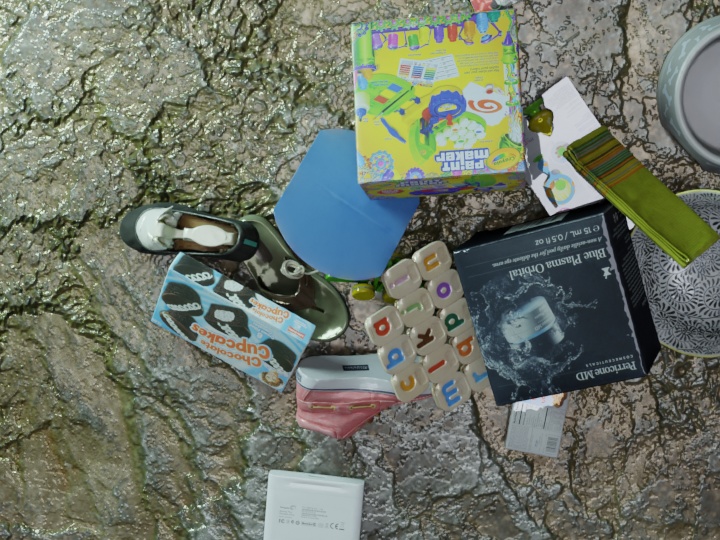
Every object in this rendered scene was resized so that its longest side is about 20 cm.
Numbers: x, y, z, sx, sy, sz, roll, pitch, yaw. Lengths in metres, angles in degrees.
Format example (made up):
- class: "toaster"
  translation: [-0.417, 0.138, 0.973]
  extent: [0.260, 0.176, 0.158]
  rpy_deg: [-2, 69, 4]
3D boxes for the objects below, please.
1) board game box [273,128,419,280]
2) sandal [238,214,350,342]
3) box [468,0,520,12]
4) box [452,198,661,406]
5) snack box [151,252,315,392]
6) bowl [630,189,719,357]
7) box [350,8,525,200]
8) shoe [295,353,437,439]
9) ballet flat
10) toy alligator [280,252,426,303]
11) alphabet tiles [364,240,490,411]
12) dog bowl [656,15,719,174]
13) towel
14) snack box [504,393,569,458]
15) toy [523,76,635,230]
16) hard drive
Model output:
- class: "board game box"
  translation: [-0.020, -0.076, 1.523]
  extent: [0.157, 0.039, 0.202]
  rpy_deg: [32, 64, -7]
- class: "sandal"
  translation: [-0.098, 0.017, 1.561]
  extent: [0.080, 0.057, 0.201]
  rpy_deg: [-43, 94, 9]
- class: "box"
  translation: [0.205, -0.412, 1.480]
  extent: [0.198, 0.040, 0.139]
  rpy_deg: [-26, 98, 7]
- class: "box"
  translation: [0.240, 0.038, 1.469]
  extent: [0.194, 0.117, 0.203]
  rpy_deg: [-14, 97, 24]
- class: "snack box"
  translation: [-0.165, 0.069, 1.555]
  extent: [0.198, 0.037, 0.117]
  rpy_deg: [28, 137, -1]
- class: "bowl"
  translation: [0.432, -0.001, 1.492]
  extent: [0.198, 0.094, 0.205]
  rpy_deg: [4, 99, 29]
- class: "box"
  translation: [0.096, -0.195, 1.455]
  extent: [0.196, 0.122, 0.196]
  rpy_deg: [-3, 84, 7]
- class: "shoe"
  translation: [0.012, 0.165, 1.578]
  extent: [0.196, 0.072, 0.092]
  rpy_deg: [1, 121, -7]
- class: "ballet flat"
  translation: [-0.225, -0.052, 1.536]
  extent: [0.196, 0.068, 0.069]
  rpy_deg: [5, 87, 14]
- class: "toy alligator"
  translation: [0.000, 0.000, 1.531]
  extent: [0.196, 0.054, 0.060]
  rpy_deg: [7, 65, -14]
- class: "alphabet tiles"
  translation: [0.103, 0.071, 1.535]
  extent: [0.194, 0.015, 0.202]
  rpy_deg: [-30, 104, -22]
- class: "dog bowl"
  translation: [0.469, -0.216, 1.486]
  extent: [0.196, 0.059, 0.204]
  rpy_deg: [1, 100, 4]
- class: "towel"
  translation: [0.335, -0.092, 1.435]
  extent: [0.200, 0.086, 0.018]
  rpy_deg: [46, 143, 16]
- class: "snack box"
  translation: [0.241, 0.140, 1.577]
  extent: [0.071, 0.024, 0.204]
  rpy_deg: [10, 100, 3]
- class: "toy"
  translation: [0.269, -0.127, 1.520]
  extent: [0.114, 0.047, 0.201]
  rpy_deg: [-35, 91, 12]
- class: "hard drive"
  translation: [-0.067, 0.376, 1.635]
  extent: [0.129, 0.027, 0.204]
  rpy_deg: [6, 99, 3]
